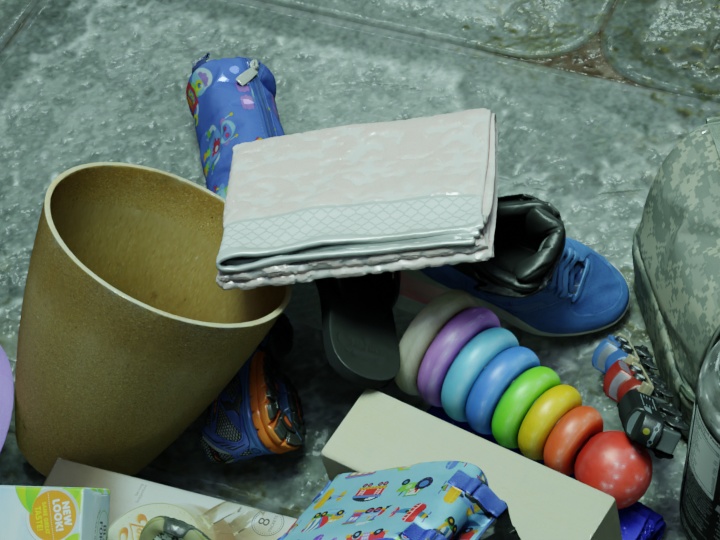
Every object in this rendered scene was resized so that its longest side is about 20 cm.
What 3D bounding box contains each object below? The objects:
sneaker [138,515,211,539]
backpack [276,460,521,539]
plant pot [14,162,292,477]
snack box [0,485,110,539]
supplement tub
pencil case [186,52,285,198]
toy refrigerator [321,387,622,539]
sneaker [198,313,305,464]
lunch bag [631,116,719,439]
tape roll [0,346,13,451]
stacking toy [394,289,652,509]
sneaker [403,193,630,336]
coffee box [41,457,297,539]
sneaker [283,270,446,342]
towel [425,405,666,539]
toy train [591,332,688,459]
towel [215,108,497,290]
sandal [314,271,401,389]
[{"bbox_3d":[-0.134,0.253,1.492,0.077,0.201,0.089,18,29,13],"label":"sneaker"},{"bbox_3d":[0.003,0.232,1.481,0.182,0.135,0.200,-9,25,47],"label":"backpack"},{"bbox_3d":[-0.173,0.055,1.667,0.186,0.200,0.187,20,31,-13],"label":"plant pot"},{"bbox_3d":[-0.245,0.244,1.545,0.142,0.053,0.201,0,83,16],"label":"snack box"},{"bbox_3d":[0.282,0.115,1.554,0.122,0.200,0.123,0,51,0],"label":"supplement tub"},{"bbox_3d":[-0.089,-0.091,1.871,0.078,0.087,0.200,8,44,-25],"label":"pencil case"},{"bbox_3d":[0.078,0.157,1.578,0.200,0.076,0.070,22,61,27],"label":"toy refrigerator"},{"bbox_3d":[-0.097,0.066,1.744,0.078,0.075,0.200,-25,38,13],"label":"sneaker"},{"bbox_3d":[0.279,0.008,1.676,0.139,0.168,0.200,-10,49,0],"label":"lunch bag"},{"bbox_3d":[-0.349,0.114,1.683,0.200,0.066,0.201,-23,47,27],"label":"tape roll"},{"bbox_3d":[0.121,0.097,1.622,0.200,0.085,0.085,34,61,27],"label":"stacking toy"},{"bbox_3d":[0.133,-0.002,1.694,0.200,0.111,0.077,21,77,-24],"label":"sneaker"},{"bbox_3d":[-0.140,0.218,1.608,0.199,0.080,0.115,12,52,18],"label":"coffee box"},{"bbox_3d":[-0.003,-0.007,1.759,0.200,0.075,0.105,28,44,-10],"label":"sneaker"},{"bbox_3d":[0.096,0.178,1.631,0.200,0.050,0.148,27,57,28],"label":"towel"},{"bbox_3d":[0.195,0.086,1.647,0.046,0.034,0.200,23,13,-7],"label":"toy train"},{"bbox_3d":[-0.001,-0.055,1.647,0.199,0.032,0.191,-7,30,7],"label":"towel"},{"bbox_3d":[0.000,0.000,1.655,0.075,0.045,0.200,13,39,-23],"label":"sandal"}]
